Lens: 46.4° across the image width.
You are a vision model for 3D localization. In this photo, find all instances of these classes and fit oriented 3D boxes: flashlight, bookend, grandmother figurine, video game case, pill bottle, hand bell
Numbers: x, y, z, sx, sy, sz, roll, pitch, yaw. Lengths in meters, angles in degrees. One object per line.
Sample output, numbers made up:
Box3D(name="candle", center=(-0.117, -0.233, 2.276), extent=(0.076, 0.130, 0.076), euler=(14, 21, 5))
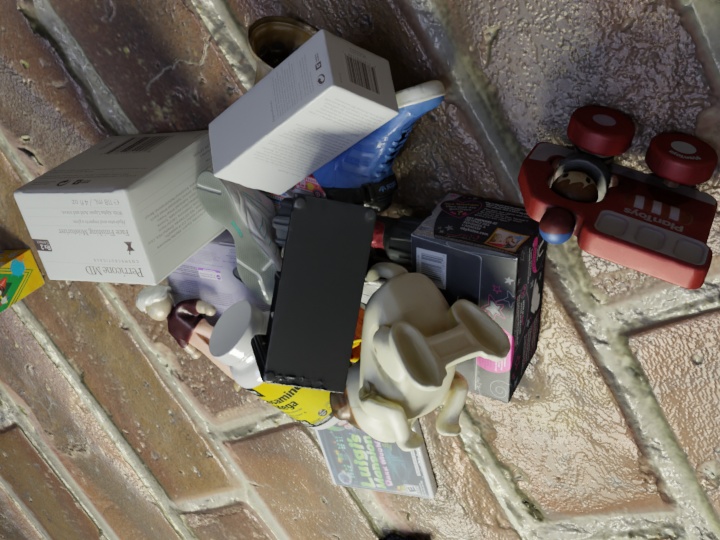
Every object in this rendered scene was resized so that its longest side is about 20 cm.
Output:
Box3D(name="flashlight", center=(-0.010, -0.045, 1.030), extent=(0.198, 0.068, 0.069), euler=(13, 94, 27))
Box3D(name="bookend", center=(-0.060, 0.015, 0.966), extent=(0.091, 0.199, 0.203), euler=(9, 96, -12))
Box3D(name="grandmother figurine", center=(-0.239, 0.087, 1.219), extent=(0.199, 0.061, 0.122), euler=(34, 123, 4))
Box3D(name="video game case", center=(0.012, 0.251, 1.264), extent=(0.180, 0.023, 0.202), euler=(0, 119, 31))
Box3D(name="pill bottle", center=(-0.104, 0.127, 1.146), extent=(0.112, 0.113, 0.199), euler=(-23, 132, 38))
Box3D(name="hand bell", center=(-0.110, -0.189, 1.005), extent=(0.104, 0.104, 0.201), euler=(35, 136, 5))

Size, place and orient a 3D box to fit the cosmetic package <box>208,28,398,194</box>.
Box3D(name="cosmetic package", center=(-0.066, -0.164, 0.910), extent=(0.199, 0.101, 0.072), euler=(-29, 62, 37))

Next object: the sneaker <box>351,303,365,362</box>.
Box3D(name="sneaker", center=(-0.027, 0.074, 1.136), extent=(0.199, 0.077, 0.073), euler=(29, 132, 13))

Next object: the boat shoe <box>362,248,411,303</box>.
Box3D(name="boat shoe", center=(0.000, 0.000, 1.075), extent=(0.198, 0.072, 0.066), euler=(24, 125, 18))

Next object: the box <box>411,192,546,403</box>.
Box3D(name="box", center=(0.137, 0.029, 0.984), extent=(0.131, 0.115, 0.202), euler=(14, 126, 25))

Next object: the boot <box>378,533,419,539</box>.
Box3D(name="boot", center=(0.112, 0.505, 1.343), extent=(0.196, 0.073, 0.164), euler=(-3, 115, 33))

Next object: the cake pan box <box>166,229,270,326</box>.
Box3D(name="cake pan box", center=(-0.198, 0.028, 1.225), extent=(0.198, 0.052, 0.186), euler=(6, 121, 27))

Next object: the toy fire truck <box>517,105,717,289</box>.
Box3D(name="toy fire truck", center=(0.248, -0.066, 0.820), extent=(0.198, 0.168, 0.113), euler=(22, 129, 16))

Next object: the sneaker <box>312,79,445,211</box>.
Box3D(name="sneaker", center=(0.029, -0.130, 0.952), extent=(0.199, 0.077, 0.112), euler=(-22, 93, 34))

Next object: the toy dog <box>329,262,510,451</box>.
Box3D(name="toy dog", center=(0.037, 0.112, 0.938), extent=(0.194, 0.139, 0.201), euler=(46, 137, 20))

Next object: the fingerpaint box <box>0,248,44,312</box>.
Box3D(name="fingerpaint box", center=(-0.672, 0.033, 1.430), extent=(0.198, 0.167, 0.074), euler=(-1, 117, 30))

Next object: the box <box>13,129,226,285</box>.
Box3D(name="box", center=(-0.300, -0.087, 1.109), extent=(0.197, 0.200, 0.132), euler=(1, 120, 29))

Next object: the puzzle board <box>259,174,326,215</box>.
Box3D(name="puzzle board", center=(-0.069, -0.115, 1.077), extent=(0.198, 0.017, 0.152), euler=(19, 127, 20))

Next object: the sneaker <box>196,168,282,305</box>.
Box3D(name="sneaker", center=(-0.132, -0.050, 1.089), extent=(0.070, 0.080, 0.202), euler=(-16, 105, 38))
